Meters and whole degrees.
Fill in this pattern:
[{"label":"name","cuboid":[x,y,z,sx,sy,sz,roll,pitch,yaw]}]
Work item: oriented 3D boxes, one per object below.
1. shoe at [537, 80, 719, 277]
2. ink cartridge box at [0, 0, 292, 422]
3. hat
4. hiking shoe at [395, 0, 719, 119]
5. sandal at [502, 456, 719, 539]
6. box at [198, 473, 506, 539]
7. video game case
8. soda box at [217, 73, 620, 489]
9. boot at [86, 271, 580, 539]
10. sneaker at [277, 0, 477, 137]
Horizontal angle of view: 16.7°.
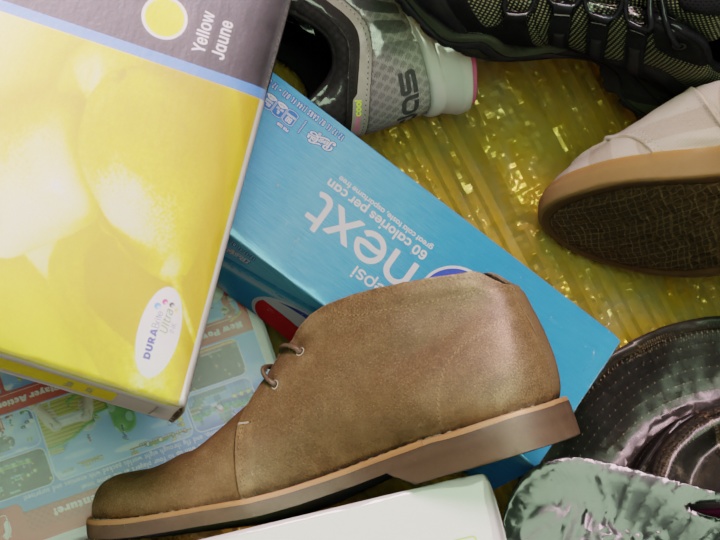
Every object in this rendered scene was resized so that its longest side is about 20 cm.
[{"label":"shoe","cuboid":[0.159,-0.043,0.981,0.070,0.200,0.053,46,50,-32]},{"label":"ink cartridge box","cuboid":[-0.137,-0.066,0.909,0.200,0.047,0.198,18,73,-13]},{"label":"hat","cuboid":[0.163,0.112,0.988,0.200,0.081,0.201,1,80,-7]},{"label":"hiking shoe","cuboid":[0.100,-0.120,0.981,0.200,0.101,0.076,18,66,-31]},{"label":"sandal","cuboid":[0.152,0.113,0.923,0.200,0.048,0.076,6,75,3]},{"label":"box","cuboid":[-0.042,0.152,0.942,0.200,0.113,0.102,-13,82,-8]},{"label":"video game case","cuboid":[-0.120,0.007,1.007,0.143,0.017,0.200,-18,82,-9]},{"label":"soda box","cuboid":[0.000,0.000,0.986,0.200,0.064,0.068,37,70,-3]},{"label":"boot","cuboid":[-0.019,0.055,0.938,0.200,0.074,0.076,-18,87,18]},{"label":"sneaker","cuboid":[-0.031,-0.139,1.014,0.087,0.074,0.200,-28,89,-16]}]
